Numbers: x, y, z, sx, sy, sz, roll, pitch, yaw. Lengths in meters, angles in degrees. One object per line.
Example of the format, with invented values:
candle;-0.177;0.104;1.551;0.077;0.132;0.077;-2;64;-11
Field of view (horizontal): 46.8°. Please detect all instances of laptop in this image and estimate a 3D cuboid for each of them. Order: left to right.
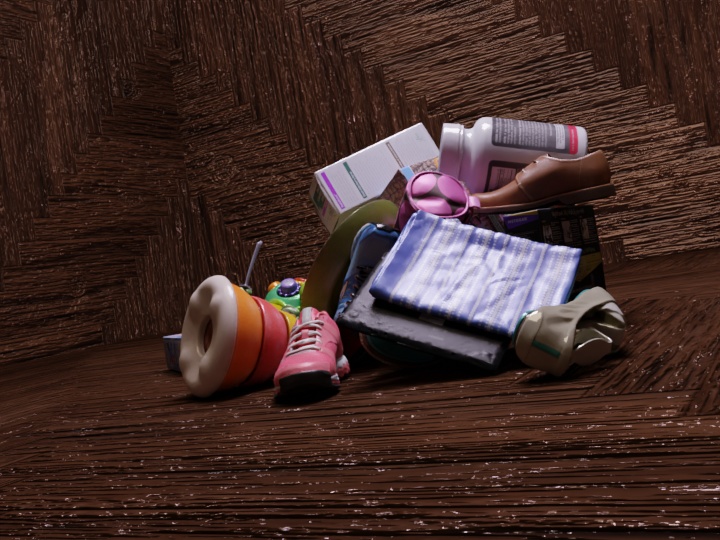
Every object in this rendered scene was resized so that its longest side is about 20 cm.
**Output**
laptop;0.097;0.052;0.922;0.175;0.104;0.201;14;44;22

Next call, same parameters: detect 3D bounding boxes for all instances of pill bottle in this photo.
pill bottle;0.209;-0.154;1.164;0.197;0.113;0.111;7;1;3

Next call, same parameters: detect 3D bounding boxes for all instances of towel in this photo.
towel;0.123;0.002;0.880;0.197;0.024;0.145;14;45;21

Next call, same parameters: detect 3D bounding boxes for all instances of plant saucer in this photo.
plant saucer;0.000;0.000;1.126;0.031;0.202;0.199;34;23;26

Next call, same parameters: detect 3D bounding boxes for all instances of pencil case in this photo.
pencil case;0.084;-0.029;1.073;0.092;0.092;0.201;2;-38;-12

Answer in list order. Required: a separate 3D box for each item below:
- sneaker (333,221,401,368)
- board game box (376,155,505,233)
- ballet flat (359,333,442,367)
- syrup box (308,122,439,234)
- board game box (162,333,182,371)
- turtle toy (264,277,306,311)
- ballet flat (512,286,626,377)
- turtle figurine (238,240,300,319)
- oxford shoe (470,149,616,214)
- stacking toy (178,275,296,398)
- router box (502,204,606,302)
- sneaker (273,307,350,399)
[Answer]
sneaker;0.010;0.038;1.025;0.077;0.202;0.090;15;27;3
board game box;0.150;-0.086;1.249;0.198;0.161;0.097;-21;-18;-34
ballet flat;0.076;0.079;0.973;0.197;0.072;0.065;0;-15;-29
syrup box;0.024;-0.142;1.288;0.198;0.082;0.079;-27;-13;-19
board game box;-0.257;0.133;1.463;0.198;0.063;0.199;-9;1;-38
turtle toy;-0.103;0.064;1.481;0.144;0.103;0.199;20;-13;-24
ballet flat;0.212;0.060;0.781;0.069;0.071;0.199;-9;2;39
turtle figurine;-0.124;0.055;1.227;0.143;0.202;0.194;28;23;-3
oxford shoe;0.229;-0.113;1.093;0.197;0.072;0.071;-11;1;21
stacking toy;-0.115;0.093;1.044;0.198;0.149;0.145;12;-11;-31
router box;0.266;-0.003;1.114;0.052;0.160;0.199;-9;0;36
sneaker;-0.060;0.086;0.912;0.073;0.088;0.200;-10;0;5
